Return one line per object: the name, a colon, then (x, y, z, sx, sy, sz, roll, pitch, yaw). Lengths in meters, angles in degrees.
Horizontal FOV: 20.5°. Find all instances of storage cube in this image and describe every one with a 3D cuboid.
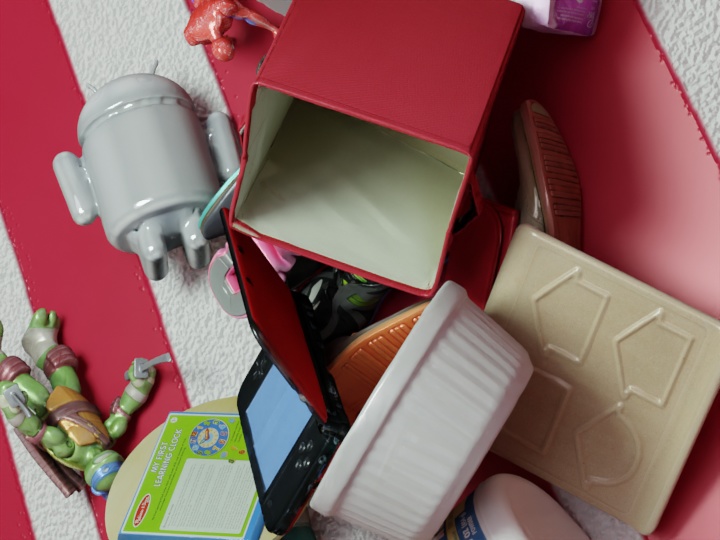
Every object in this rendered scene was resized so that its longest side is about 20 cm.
storage cube: (0.015, -0.119, 1.565, 0.198, 0.172, 0.181, 18, 49, 4)

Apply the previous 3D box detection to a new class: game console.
game console: (-0.087, 0.080, 1.602, 0.173, 0.118, 0.200, -59, 25, 23)

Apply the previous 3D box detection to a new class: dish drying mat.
dish drying mat: (0.088, 0.040, 1.642, 0.077, 0.018, 0.202, 25, 109, 54)

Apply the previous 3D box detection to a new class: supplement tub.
supplement tub: (0.086, 0.273, 1.562, 0.200, 0.144, 0.145, -44, 62, 18)

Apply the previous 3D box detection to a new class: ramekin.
ramekin: (0.052, 0.116, 1.508, 0.094, 0.202, 0.203, 31, 100, 4)

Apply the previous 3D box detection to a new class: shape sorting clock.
shape sorting clock: (-0.128, 0.188, 1.723, 0.198, 0.039, 0.201, -11, 43, 10)

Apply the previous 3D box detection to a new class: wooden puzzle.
wooden puzzle: (0.181, 0.082, 1.562, 0.199, 0.046, 0.186, 29, 114, 20)

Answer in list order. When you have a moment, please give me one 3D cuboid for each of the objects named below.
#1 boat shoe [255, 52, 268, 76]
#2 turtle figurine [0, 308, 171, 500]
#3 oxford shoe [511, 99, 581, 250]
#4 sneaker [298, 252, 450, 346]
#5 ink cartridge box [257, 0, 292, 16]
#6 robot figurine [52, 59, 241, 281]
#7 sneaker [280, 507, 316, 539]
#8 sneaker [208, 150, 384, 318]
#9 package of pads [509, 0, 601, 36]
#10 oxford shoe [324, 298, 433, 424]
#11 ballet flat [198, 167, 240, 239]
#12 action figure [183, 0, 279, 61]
boat shoe: (0.001, -0.179, 1.694, 0.198, 0.068, 0.072, -1, 69, 18)
turtle figurine: (-0.267, 0.094, 1.817, 0.144, 0.201, 0.194, -36, 54, -17)
oxford shoe: (0.140, -0.039, 1.625, 0.073, 0.071, 0.202, -17, 73, 31)
sneaker: (0.000, 0.000, 1.697, 0.199, 0.082, 0.071, -38, 64, 22)
ink cartridge box: (-0.074, -0.309, 1.748, 0.083, 0.145, 0.201, -44, 57, 16)
robot figurine: (-0.193, -0.095, 1.815, 0.168, 0.113, 0.201, -14, 70, -12)
sneaker: (-0.124, 0.273, 1.735, 0.199, 0.071, 0.081, -26, 65, 24)
sneaker: (-0.042, -0.035, 1.719, 0.200, 0.095, 0.079, -39, 72, 29)
package of pads: (0.093, -0.245, 1.643, 0.199, 0.120, 0.076, 14, 98, 26)
oxford shoe: (0.004, 0.071, 1.674, 0.199, 0.071, 0.073, -34, 31, 26)
ballet flat: (-0.061, -0.097, 1.747, 0.073, 0.073, 0.201, 32, 81, 31)
action figure: (-0.126, -0.251, 1.837, 0.065, 0.099, 0.201, -39, 42, 24)
